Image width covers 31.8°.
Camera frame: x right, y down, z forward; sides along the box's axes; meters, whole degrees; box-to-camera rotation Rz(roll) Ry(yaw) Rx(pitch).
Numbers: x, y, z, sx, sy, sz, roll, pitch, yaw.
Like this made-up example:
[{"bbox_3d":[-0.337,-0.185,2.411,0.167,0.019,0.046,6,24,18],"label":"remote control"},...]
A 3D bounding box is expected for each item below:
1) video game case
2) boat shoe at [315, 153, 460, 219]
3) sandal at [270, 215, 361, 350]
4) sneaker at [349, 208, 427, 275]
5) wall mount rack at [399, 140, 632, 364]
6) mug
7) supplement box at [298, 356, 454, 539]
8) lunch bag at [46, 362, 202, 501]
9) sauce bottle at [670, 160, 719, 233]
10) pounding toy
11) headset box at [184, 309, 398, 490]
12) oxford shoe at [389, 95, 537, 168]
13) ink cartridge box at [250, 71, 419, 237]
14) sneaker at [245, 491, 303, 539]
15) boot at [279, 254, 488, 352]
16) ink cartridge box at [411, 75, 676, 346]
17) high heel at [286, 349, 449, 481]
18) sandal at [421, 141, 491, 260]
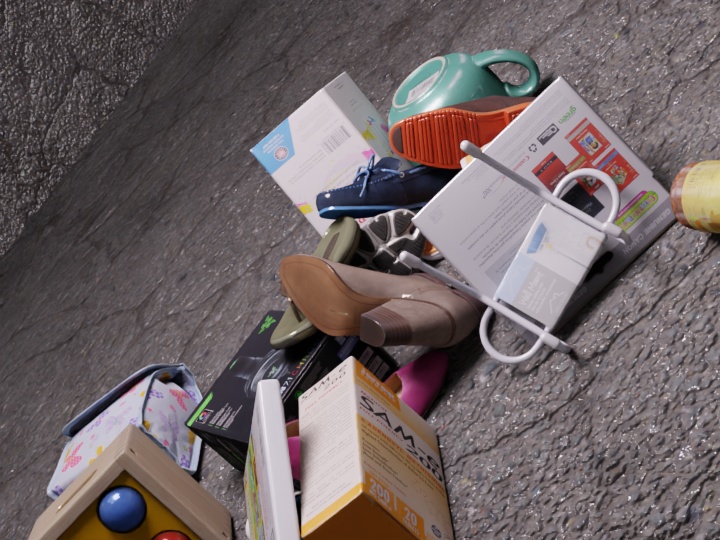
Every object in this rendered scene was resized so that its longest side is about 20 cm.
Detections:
[{"bbox_3d":[-0.078,0.229,1.124,0.182,0.023,0.201,104,160,-52],"label":"video game case"},{"bbox_3d":[0.031,-0.101,1.492,0.199,0.069,0.084,-9,-2,-36],"label":"boat shoe"},{"bbox_3d":[-0.059,0.009,1.387,0.080,0.057,0.202,-24,32,39],"label":"sandal"},{"bbox_3d":[0.000,0.000,1.493,0.200,0.081,0.084,-47,11,21],"label":"sneaker"},{"bbox_3d":[0.144,-0.020,1.158,0.201,0.173,0.075,-61,-18,4],"label":"wall mount rack"},{"bbox_3d":[0.119,-0.210,1.589,0.185,0.114,0.152,-52,23,-11],"label":"mug"},{"bbox_3d":[0.013,0.185,1.124,0.073,0.126,0.200,-40,25,17],"label":"supplement box"},{"bbox_3d":[-0.294,0.214,1.610,0.169,0.127,0.200,-37,18,17],"label":"lunch bag"},{"bbox_3d":[0.340,-0.060,1.031,0.066,0.066,0.200,-52,23,-14],"label":"sauce bottle"},{"bbox_3d":[-0.248,0.311,1.334,0.200,0.184,0.142,-45,11,2],"label":"pounding toy"},{"bbox_3d":[-0.083,0.138,1.406,0.174,0.093,0.200,-54,24,-18],"label":"headset box"},{"bbox_3d":[0.131,-0.166,1.479,0.199,0.072,0.073,-4,25,-1],"label":"oxford shoe"},{"bbox_3d":[-0.016,-0.127,1.611,0.128,0.200,0.125,-37,7,22],"label":"ink cartridge box"},{"bbox_3d":[-0.058,0.240,1.229,0.200,0.072,0.072,-14,41,54],"label":"sneaker"},{"bbox_3d":[0.030,0.026,1.309,0.200,0.146,0.071,35,126,39],"label":"boot"},{"bbox_3d":[0.182,-0.053,1.230,0.200,0.176,0.084,-43,-7,7],"label":"ink cartridge box"},{"bbox_3d":[-0.002,0.136,1.265,0.200,0.096,0.067,-48,23,-2],"label":"high heel"},{"bbox_3d":[0.129,-0.089,1.427,0.207,0.059,0.079,-42,46,20],"label":"sandal"}]
